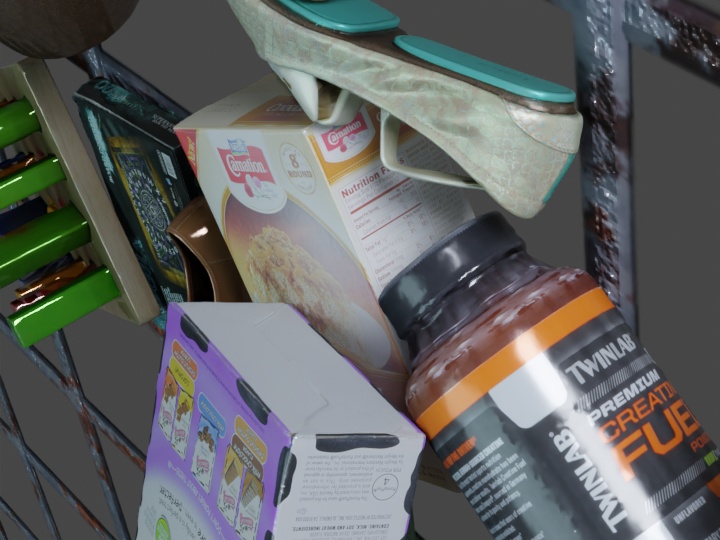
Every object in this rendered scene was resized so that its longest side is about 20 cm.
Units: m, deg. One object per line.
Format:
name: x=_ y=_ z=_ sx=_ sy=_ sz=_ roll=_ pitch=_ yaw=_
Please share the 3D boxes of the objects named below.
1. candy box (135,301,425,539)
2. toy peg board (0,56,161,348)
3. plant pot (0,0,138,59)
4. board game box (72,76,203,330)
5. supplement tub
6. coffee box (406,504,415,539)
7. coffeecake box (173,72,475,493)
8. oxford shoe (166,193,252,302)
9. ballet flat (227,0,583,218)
candy box: x=-0.051 y=0.138 z=0.811 sx=0.168 sy=0.071 sz=0.202 roll=40 pitch=123 yaw=58
toy peg board: x=-0.252 y=-0.043 z=1.221 sx=0.202 sy=0.097 sz=0.199 roll=67 pitch=162 yaw=-13
plant pot: x=-0.191 y=-0.214 z=0.886 sx=0.187 sy=0.187 sz=0.201 roll=41 pitch=166 yaw=32
board game box: x=-0.124 y=-0.024 z=1.123 sx=0.135 sy=0.028 sz=0.202 roll=31 pitch=144 yaw=46
supplement tub: x=0.091 y=0.074 z=0.739 sx=0.201 sy=0.106 sz=0.107 roll=54 pitch=155 yaw=9
coffee box: x=-0.001 y=0.181 z=0.958 sx=0.200 sy=0.043 sz=0.125 roll=49 pitch=-146 yaw=-72
coffeecake box: x=0.000 y=0.000 z=0.865 sx=0.153 sy=0.073 sz=0.202 roll=9 pitch=126 yaw=60
oxford shoe: x=-0.071 y=0.040 z=1.051 sx=0.071 sy=0.071 sz=0.202 roll=15 pitch=133 yaw=54
ballet flat: x=0.006 y=-0.081 z=0.730 sx=0.199 sy=0.067 sz=0.063 roll=30 pitch=113 yaw=31
